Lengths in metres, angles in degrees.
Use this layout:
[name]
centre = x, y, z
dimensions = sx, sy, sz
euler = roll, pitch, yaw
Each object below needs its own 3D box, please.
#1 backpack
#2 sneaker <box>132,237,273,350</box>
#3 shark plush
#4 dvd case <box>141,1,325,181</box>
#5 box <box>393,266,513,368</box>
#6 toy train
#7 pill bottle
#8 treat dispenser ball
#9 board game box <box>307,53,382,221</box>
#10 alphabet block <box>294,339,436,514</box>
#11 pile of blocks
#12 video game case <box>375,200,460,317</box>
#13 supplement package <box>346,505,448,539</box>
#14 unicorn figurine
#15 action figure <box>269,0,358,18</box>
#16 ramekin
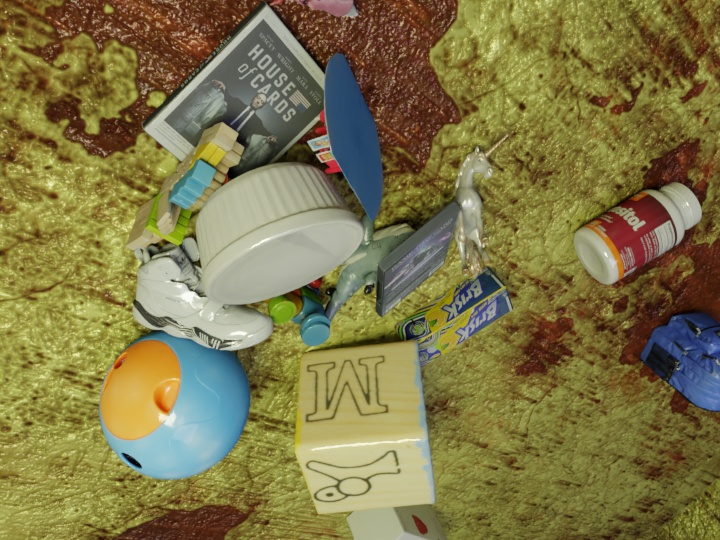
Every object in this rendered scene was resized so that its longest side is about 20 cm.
[backpack]
centre = 0.758, 0.202, 1.384
dimensions = 0.161, 0.201, 0.169
euler = -7, 127, -21
[sneaker]
centre = -0.208, 0.029, 0.807
dimensions = 0.197, 0.075, 0.116
euler = 12, 120, 12
[shark plush]
centre = 0.000, 0.000, 0.928
dimensions = 0.199, 0.084, 0.091
euler = -40, 132, 5
[dvd case]
centre = -0.138, -0.195, 0.753
dimensions = 0.200, 0.025, 0.150
euler = -42, 132, 8
[box]
centre = 0.163, 0.082, 1.086
dimensions = 0.199, 0.064, 0.070
euler = -33, 132, -2
[toy train]
centre = -0.126, 0.027, 0.863
dimensions = 0.085, 0.116, 0.199
euler = -46, 131, 11
[pill bottle]
centre = 0.490, -0.071, 1.104
dimensions = 0.199, 0.113, 0.114
euler = -30, 132, -4
[treat dispenser ball]
centre = -0.252, 0.179, 0.856
dimensions = 0.199, 0.201, 0.203
euler = -13, 129, -17
[board game box]
centre = -0.021, -0.159, 0.763
dimensions = 0.038, 0.160, 0.200
euler = -8, 148, 18
[alphabet block]
centre = 0.011, 0.254, 1.014
dimensions = 0.197, 0.197, 0.197
euler = -6, 129, 4
[pile of blocks]
centre = -0.198, -0.084, 0.739
dimensions = 0.062, 0.083, 0.200
euler = 30, 122, -35
[video game case]
centre = 0.080, -0.010, 0.923
dimensions = 0.142, 0.019, 0.200
euler = -40, 162, -14
[supplement package]
centre = 0.087, 0.585, 1.385
dimensions = 0.120, 0.122, 0.200
euler = -44, 132, 10
[unicorn figurine]
centre = 0.167, -0.086, 0.937
dimensions = 0.073, 0.139, 0.201
euler = 3, 145, -9
[action figure]
centre = -0.019, -0.312, 0.643
dimensions = 0.198, 0.150, 0.134
euler = -15, 129, 28
[ramekin]
centre = -0.102, -0.046, 0.746
dimensions = 0.200, 0.095, 0.203
euler = -22, 164, -7
